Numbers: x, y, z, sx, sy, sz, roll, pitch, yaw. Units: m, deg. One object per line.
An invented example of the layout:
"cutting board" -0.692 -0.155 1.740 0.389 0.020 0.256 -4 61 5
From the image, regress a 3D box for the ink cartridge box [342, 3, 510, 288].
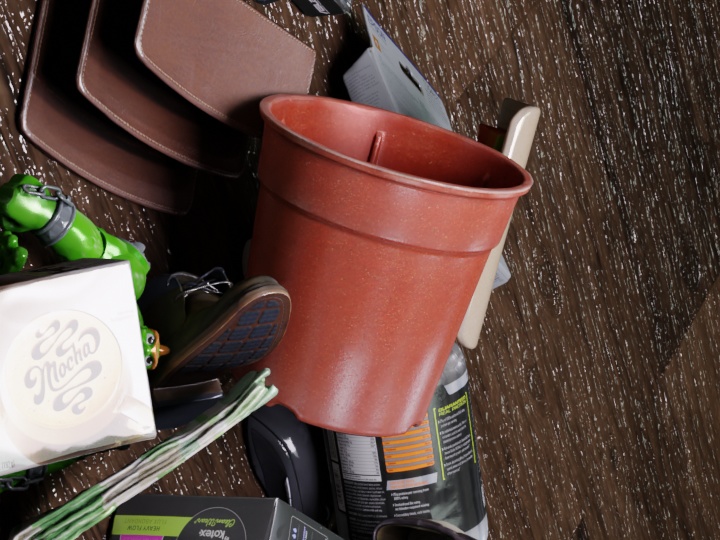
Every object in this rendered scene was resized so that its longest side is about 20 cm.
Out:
"ink cartridge box" 0.050 -0.101 1.684 0.200 0.040 0.201 42 25 -57

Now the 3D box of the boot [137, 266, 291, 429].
"boot" -0.114 0.028 1.348 0.074 0.200 0.098 -4 65 -33

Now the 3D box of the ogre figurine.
"ogre figurine" -0.197 0.044 1.303 0.119 0.098 0.202 5 70 -40

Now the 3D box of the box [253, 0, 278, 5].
"box" -0.116 -0.307 1.417 0.199 0.043 0.162 23 69 -37

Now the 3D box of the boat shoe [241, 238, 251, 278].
"boat shoe" -0.031 0.047 1.587 0.201 0.056 0.067 60 34 -39

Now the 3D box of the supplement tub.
"supplement tub" 0.031 0.132 1.551 0.122 0.122 0.202 -26 111 -55

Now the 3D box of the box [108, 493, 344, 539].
"box" -0.079 0.253 1.429 0.200 0.147 0.125 39 54 -50

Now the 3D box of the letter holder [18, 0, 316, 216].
"letter holder" -0.135 -0.125 1.389 0.200 0.100 0.144 28 68 -54

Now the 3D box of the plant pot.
"plant pot" 0.000 0.000 1.392 0.200 0.200 0.197 -9 119 -57

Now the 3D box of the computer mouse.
"computer mouse" -0.025 0.167 1.614 0.140 0.046 0.202 -42 125 -48

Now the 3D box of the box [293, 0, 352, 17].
"box" -0.050 -0.339 1.575 0.200 0.047 0.195 43 53 -49

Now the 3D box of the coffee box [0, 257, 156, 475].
"coffee box" -0.234 0.065 1.175 0.199 0.080 0.114 -11 97 -32

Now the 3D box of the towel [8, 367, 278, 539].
"towel" -0.144 0.125 1.266 0.199 0.153 0.023 -35 92 -9

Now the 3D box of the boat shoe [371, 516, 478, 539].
"boat shoe" 0.077 0.227 1.410 0.064 0.200 0.073 17 96 -36

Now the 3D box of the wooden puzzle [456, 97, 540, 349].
"wooden puzzle" 0.096 -0.043 1.534 0.200 0.037 0.187 -74 179 -84
